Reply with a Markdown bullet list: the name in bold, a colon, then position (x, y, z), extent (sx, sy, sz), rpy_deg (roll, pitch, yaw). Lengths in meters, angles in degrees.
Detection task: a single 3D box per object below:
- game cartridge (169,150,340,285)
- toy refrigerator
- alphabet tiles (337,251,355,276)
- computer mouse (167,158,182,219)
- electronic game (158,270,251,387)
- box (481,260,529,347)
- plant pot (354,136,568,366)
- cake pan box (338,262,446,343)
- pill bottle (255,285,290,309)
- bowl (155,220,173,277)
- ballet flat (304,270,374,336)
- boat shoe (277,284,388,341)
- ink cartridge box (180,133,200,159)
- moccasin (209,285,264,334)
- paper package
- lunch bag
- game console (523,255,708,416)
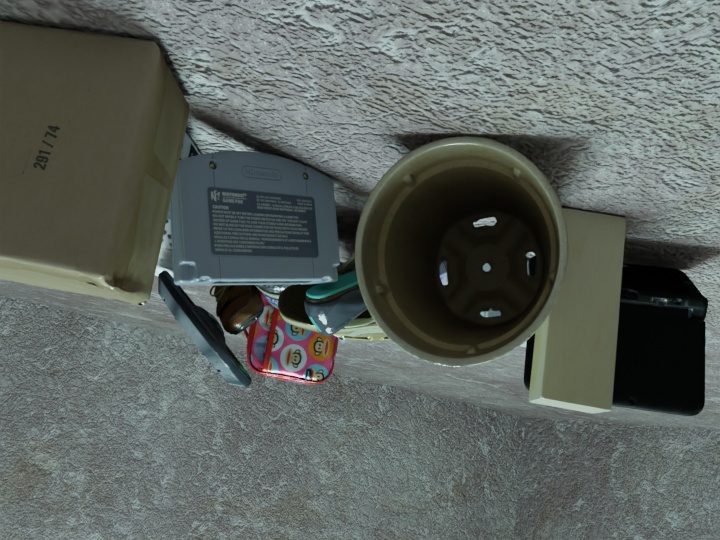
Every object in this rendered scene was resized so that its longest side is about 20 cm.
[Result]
- **game cartridge**: position (-0.108, -0.054, 0.739), extent (0.196, 0.138, 0.041), rpy_deg (1, 167, -41)
- **toy refrigerator**: position (0.234, 0.045, 0.764), extent (0.073, 0.206, 0.070), rpy_deg (8, 167, 3)
- **alphabet tiles**: position (0.000, 0.000, 0.946), extent (0.164, 0.008, 0.200), rpy_deg (-14, 163, -33)
- **computer mouse**: position (-0.216, -0.077, 0.777), extent (0.134, 0.054, 0.200), rpy_deg (10, 167, 4)
- **electronic game**: position (-0.219, 0.083, 0.995), extent (0.201, 0.041, 0.201), rpy_deg (50, 169, 13)
- **box**: position (0.258, 0.055, 1.010), extent (0.194, 0.101, 0.124), rpy_deg (11, 167, -7)
- **plant pot**: position (0.115, -0.010, 0.713), extent (0.194, 0.207, 0.183), rpy_deg (5, 176, 21)
- **cake pan box**: position (0.036, 0.037, 1.027), extent (0.180, 0.053, 0.200), rpy_deg (-25, 166, -3)
- **pill bottle**: position (-0.103, -0.014, 0.976), extent (0.108, 0.115, 0.200), rpy_deg (9, 167, 5)
- **bowl**: position (-0.272, -0.041, 1.037), extent (0.194, 0.097, 0.201), rpy_deg (10, 167, 2)
- **ballet flat**: position (0.021, 0.020, 0.843), extent (0.197, 0.075, 0.073), rpy_deg (-27, -177, -26)
- **boat shoe**: position (-0.008, 0.059, 0.891), extent (0.193, 0.076, 0.067), rpy_deg (5, 144, -7)
- **ink cartridge box**: position (-0.230, -0.131, 0.765), extent (0.096, 0.040, 0.200), rpy_deg (10, 168, 5)
- **moccasin**: position (-0.182, 0.028, 1.025), extent (0.079, 0.073, 0.202), rpy_deg (55, -172, -24)
- **paper package**: position (-0.259, -0.090, 0.600), extent (0.184, 0.206, 0.104), rpy_deg (9, 167, 3)
- **lunch bag**: position (-0.117, 0.080, 1.178), extent (0.170, 0.207, 0.082), rpy_deg (10, 171, -2)
- **game console**: position (0.295, 0.068, 0.840), extent (0.193, 0.120, 0.176), rpy_deg (6, -162, 10)
